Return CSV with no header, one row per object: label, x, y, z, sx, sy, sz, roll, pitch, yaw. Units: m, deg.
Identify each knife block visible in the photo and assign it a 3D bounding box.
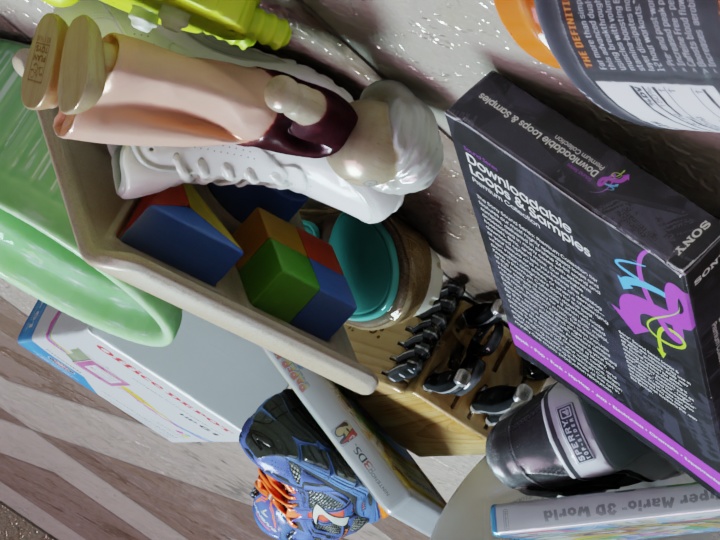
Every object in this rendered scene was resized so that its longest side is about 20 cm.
knife block,0.072,0.070,1.651,0.175,0.064,0.200,22,165,31

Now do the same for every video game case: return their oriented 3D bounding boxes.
video game case,-0.012,0.083,1.744,0.182,0.023,0.200,52,-178,15
video game case,0.183,0.118,1.425,0.199,0.018,0.143,-9,169,24

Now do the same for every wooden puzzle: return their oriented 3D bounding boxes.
wooden puzzle,-0.080,-0.035,1.469,0.185,0.046,0.200,27,-158,-36

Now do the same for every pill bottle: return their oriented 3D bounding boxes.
pill bottle,0.123,-0.093,0.862,0.106,0.106,0.200,38,165,-31

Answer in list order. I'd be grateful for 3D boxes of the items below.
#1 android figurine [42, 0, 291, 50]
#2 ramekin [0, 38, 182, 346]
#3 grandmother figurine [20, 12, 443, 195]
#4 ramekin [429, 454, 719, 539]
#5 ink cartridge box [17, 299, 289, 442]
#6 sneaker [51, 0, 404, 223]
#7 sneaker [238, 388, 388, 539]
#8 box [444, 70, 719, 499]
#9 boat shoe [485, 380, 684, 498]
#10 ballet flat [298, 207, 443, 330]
android figurine,-0.124,-0.143,1.259,0.200,0.041,0.182,23,176,-23
ramekin,-0.172,-0.048,1.654,0.200,0.098,0.200,28,166,7
grandmother figurine,-0.051,-0.072,1.290,0.199,0.061,0.121,12,-172,-29
ramekin,0.128,0.165,1.615,0.098,0.201,0.200,45,161,-27
ink cartridge box,-0.139,0.049,1.971,0.144,0.085,0.200,33,165,-15
sneaker,-0.075,-0.066,1.382,0.200,0.100,0.078,31,165,-6
sneaker,-0.034,0.135,1.759,0.075,0.078,0.200,52,-178,25
box,0.115,0.011,1.282,0.143,0.036,0.200,36,162,31
boat shoe,0.117,0.088,1.474,0.074,0.068,0.199,69,-160,3
ballet flat,0.000,0.000,1.571,0.072,0.068,0.200,14,176,-30
